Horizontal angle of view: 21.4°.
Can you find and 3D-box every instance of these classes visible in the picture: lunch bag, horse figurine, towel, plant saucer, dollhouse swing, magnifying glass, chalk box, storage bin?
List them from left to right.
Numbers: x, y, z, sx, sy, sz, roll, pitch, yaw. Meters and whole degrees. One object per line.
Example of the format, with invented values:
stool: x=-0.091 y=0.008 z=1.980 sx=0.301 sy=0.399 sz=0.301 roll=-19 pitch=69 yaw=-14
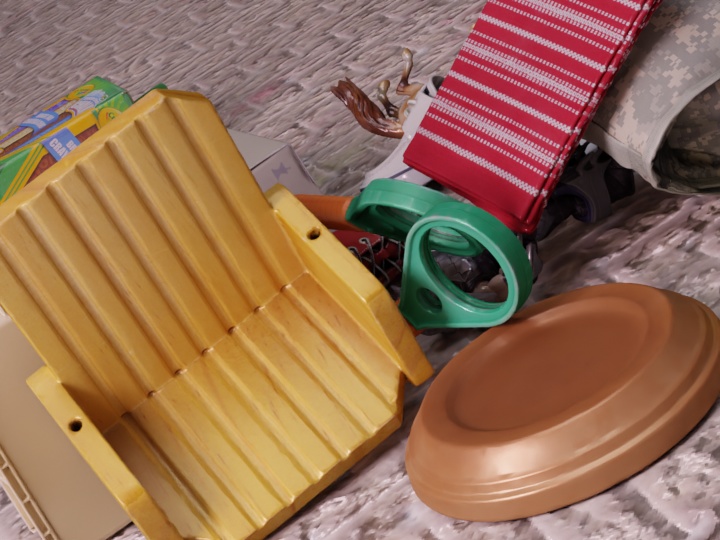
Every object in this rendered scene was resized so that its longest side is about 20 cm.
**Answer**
chalk box: x=-0.250 y=-0.098 z=1.791 sx=0.199 sy=0.125 sz=0.124 roll=-34 pitch=21 yaw=-10
storage bin: x=-0.167 y=0.053 z=1.233 sx=0.199 sy=0.199 sz=0.094 roll=-33 pitch=25 yaw=-13
dollhouse swing: x=-0.094 y=0.030 z=1.112 sx=0.200 sy=0.176 sz=0.182 roll=-38 pitch=55 yaw=-11
magnifying glass: x=0.012 y=-0.037 z=1.233 sx=0.199 sy=0.079 sz=0.023 roll=3 pitch=68 yaw=58
magnifying glass: x=0.041 y=0.019 z=1.168 sx=0.022 sy=0.080 sz=0.200 roll=-46 pitch=1 yaw=-32
horse figurine: x=0.079 y=-0.150 z=1.582 sx=0.199 sy=0.050 sz=0.133 roll=-19 pitch=39 yaw=3
towel: x=0.114 y=-0.132 z=1.230 sx=0.144 sy=0.022 sz=0.201 roll=32 pitch=93 yaw=51
plant saucer: x=0.111 y=0.065 z=1.076 sx=0.199 sy=0.038 sz=0.200 roll=-24 pitch=22 yaw=10
lunch bag: x=0.218 y=-0.138 z=1.247 sx=0.199 sy=0.118 sz=0.164 roll=-31 pitch=43 yaw=-12

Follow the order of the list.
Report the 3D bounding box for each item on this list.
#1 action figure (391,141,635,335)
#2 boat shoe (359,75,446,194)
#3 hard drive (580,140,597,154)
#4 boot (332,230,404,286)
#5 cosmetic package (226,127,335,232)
action figure: x=0.092 y=-0.025 z=1.268 sx=0.130 sy=0.070 sz=0.200 roll=15 pitch=51 yaw=46
boat shoe: x=0.068 y=-0.119 z=1.464 sx=0.200 sy=0.066 sz=0.072 roll=-34 pitch=3 yaw=33
hard drive: x=0.186 y=-0.122 z=1.431 sx=0.200 sy=0.025 sz=0.132 roll=-37 pitch=22 yaw=-20
boot: x=0.000 y=0.000 z=1.317 sx=0.143 sy=0.073 sz=0.200 roll=-25 pitch=14 yaw=4
cosmetic package: x=-0.103 y=-0.049 z=1.522 sx=0.087 sy=0.104 sz=0.200 roll=-36 pitch=20 yaw=-16
